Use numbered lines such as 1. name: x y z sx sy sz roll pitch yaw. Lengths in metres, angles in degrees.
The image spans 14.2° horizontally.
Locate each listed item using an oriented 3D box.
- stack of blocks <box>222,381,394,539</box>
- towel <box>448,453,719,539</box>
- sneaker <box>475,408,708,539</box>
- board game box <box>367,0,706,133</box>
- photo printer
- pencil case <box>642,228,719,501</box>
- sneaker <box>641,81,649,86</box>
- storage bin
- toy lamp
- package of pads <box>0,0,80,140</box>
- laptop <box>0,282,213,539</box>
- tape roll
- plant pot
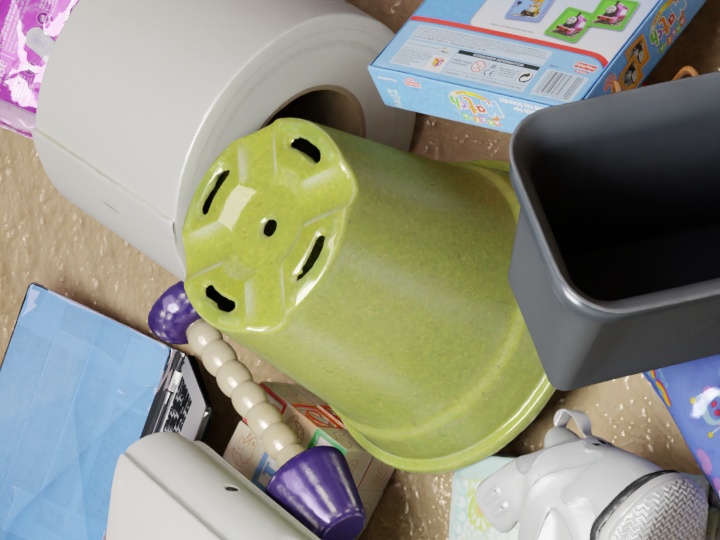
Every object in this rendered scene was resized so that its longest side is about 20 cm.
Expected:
1. stack of blocks: -0.052 0.185 1.836 0.115 0.059 0.200 36 106 35
2. towel: 0.132 0.198 1.698 0.200 0.048 0.171 4 87 39
3. sneaker: 0.113 0.179 1.643 0.115 0.075 0.200 40 114 40
4. board game box: 0.121 -0.161 1.679 0.151 0.037 0.200 16 56 38
5. photo printer: -0.080 0.211 1.729 0.200 0.069 0.167 35 125 48
6. pencil case: 0.209 0.074 1.628 0.087 0.078 0.200 -26 63 -6
7. sneaker: 0.129 -0.089 1.692 0.201 0.108 0.067 38 108 35
8. storage bin: 0.168 -0.022 1.553 0.134 0.200 0.146 107 146 -58
9. toy lamp: -0.062 0.090 1.783 0.058 0.058 0.200 -53 54 21
10. package of pads: -0.181 -0.155 1.890 0.076 0.200 0.121 23 102 8
11. laptop: -0.189 0.133 1.910 0.200 0.116 0.187 -123 52 -74
12. tape roll: -0.082 -0.095 1.801 0.139 0.203 0.203 33 105 35
13. plant pot: 0.000 0.000 1.710 0.200 0.184 0.201 -19 60 36
